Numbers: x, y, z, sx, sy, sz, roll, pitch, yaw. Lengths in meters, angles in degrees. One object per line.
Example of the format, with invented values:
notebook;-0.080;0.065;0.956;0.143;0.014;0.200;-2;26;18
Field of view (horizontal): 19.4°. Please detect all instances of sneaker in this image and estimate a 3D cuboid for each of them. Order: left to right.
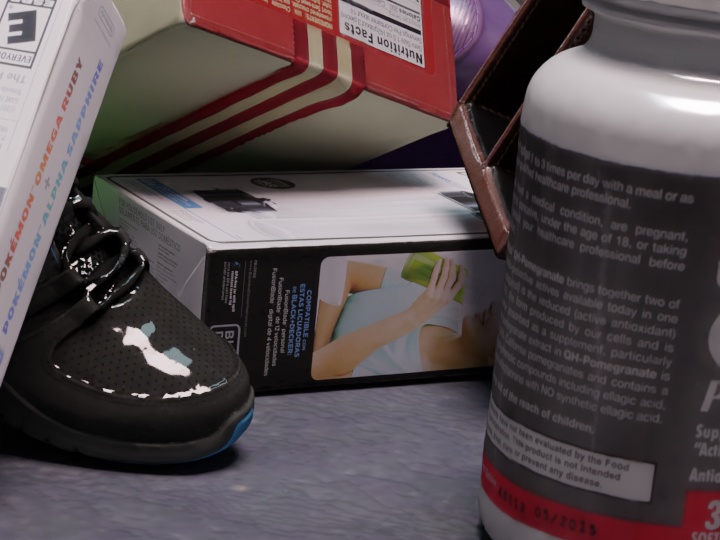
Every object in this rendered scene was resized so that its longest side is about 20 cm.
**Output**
sneaker;-0.118;-0.009;0.719;0.200;0.082;0.073;33;34;7
sneaker;0.050;-0.118;1.037;0.087;0.076;0.200;21;19;-7

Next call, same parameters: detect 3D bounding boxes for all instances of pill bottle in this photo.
pill bottle;0.100;-0.008;0.656;0.110;0.201;0.111;5;15;-1

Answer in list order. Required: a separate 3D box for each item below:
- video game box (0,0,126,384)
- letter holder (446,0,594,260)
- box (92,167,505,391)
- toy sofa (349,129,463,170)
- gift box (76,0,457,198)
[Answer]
video game box;-0.193;-0.021;0.660;0.199;0.183;0.047;11;-24;17
letter holder;0.160;-0.053;0.815;0.199;0.142;0.101;21;29;-23
box;0.000;0.000;0.870;0.199;0.060;0.117;-2;17;-29
toy sofa;-0.004;-0.058;1.051;0.199;0.083;0.098;7;13;3
gift box;-0.076;-0.137;0.925;0.186;0.201;0.184;-21;-31;40
